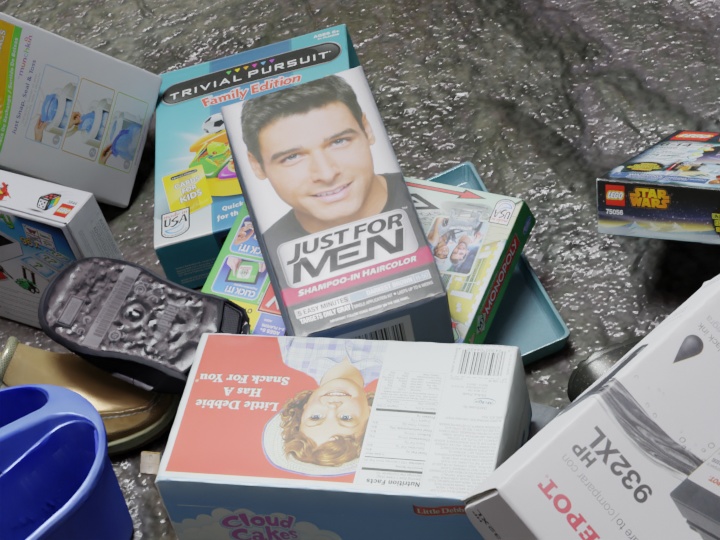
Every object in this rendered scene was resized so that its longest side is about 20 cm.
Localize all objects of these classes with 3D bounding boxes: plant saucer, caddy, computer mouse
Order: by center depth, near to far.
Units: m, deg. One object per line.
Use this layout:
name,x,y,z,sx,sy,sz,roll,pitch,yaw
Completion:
caddy,-0.237,0.156,1.492,0.200,0.105,0.141,-42,43,-22
computer mouse,-0.122,0.071,1.538,0.199,0.046,0.141,12,60,17
plant saucer,0.075,0.001,1.597,0.070,0.019,0.200,-24,39,-2

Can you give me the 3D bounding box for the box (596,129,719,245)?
box,0.265,-0.049,1.509,0.199,0.040,0.137,6,18,29

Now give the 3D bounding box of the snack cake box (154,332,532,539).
snack cake box,-0.007,0.103,1.413,0.198,0.067,0.116,3,50,15

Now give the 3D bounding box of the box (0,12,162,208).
box,-0.253,-0.122,1.720,0.112,0.200,0.102,14,88,35

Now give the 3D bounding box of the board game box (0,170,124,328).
board game box,-0.243,-0.016,1.670,0.199,0.127,0.035,15,52,35

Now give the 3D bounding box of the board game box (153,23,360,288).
board game box,-0.071,-0.084,1.731,0.150,0.047,0.201,-15,41,8

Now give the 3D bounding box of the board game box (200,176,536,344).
board game box,0.000,0.000,1.572,0.199,0.029,0.135,11,64,29

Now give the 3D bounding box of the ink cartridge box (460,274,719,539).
ink cartridge box,0.179,0.114,1.312,0.200,0.145,0.084,-40,-2,-16

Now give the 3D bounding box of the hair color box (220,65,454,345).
hair color box,-0.016,-0.029,1.528,0.098,0.061,0.201,-17,51,-4

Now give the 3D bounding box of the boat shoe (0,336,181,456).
boat shoe,-0.218,0.079,1.592,0.198,0.077,0.072,-5,40,17

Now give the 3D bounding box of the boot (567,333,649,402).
boot,0.231,0.082,1.420,0.199,0.068,0.131,-25,52,-5

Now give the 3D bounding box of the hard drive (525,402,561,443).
hard drive,0.022,0.152,1.441,0.139,0.033,0.200,10,50,31
